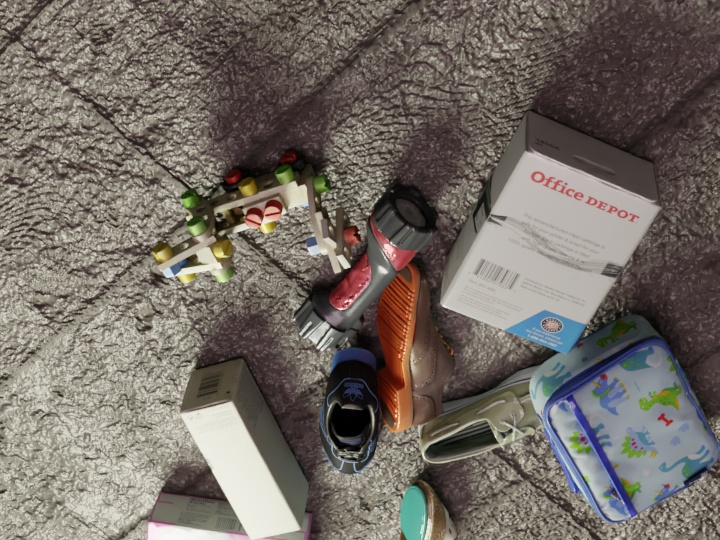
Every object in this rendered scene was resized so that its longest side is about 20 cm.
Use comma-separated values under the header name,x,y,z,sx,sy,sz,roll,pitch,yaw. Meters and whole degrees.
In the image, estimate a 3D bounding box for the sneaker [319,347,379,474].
name,x,y,z,sx,sy,sz,roll,pitch,yaw
sneaker,-0.014,0.175,1.542,0.070,0.078,0.201,3,137,3

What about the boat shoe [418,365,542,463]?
name,x,y,z,sx,sy,sz,roll,pitch,yaw
boat shoe,0.156,0.164,1.538,0.199,0.062,0.072,-23,119,19

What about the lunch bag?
name,x,y,z,sx,sy,sz,roll,pitch,yaw
lunch bag,0.276,0.161,1.486,0.160,0.083,0.200,-29,118,2

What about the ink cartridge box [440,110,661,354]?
name,x,y,z,sx,sy,sz,roll,pitch,yaw
ink cartridge box,0.185,-0.035,1.387,0.144,0.084,0.200,21,125,-8

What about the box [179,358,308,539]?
name,x,y,z,sx,sy,sz,roll,pitch,yaw
box,-0.128,0.203,1.589,0.068,0.082,0.201,-15,120,15

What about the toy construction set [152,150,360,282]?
name,x,y,z,sx,sy,sz,roll,pitch,yaw
toy construction set,-0.098,-0.048,1.384,0.199,0.131,0.092,-4,124,9

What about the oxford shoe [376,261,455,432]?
name,x,y,z,sx,sy,sz,roll,pitch,yaw
oxford shoe,0.062,0.076,1.501,0.073,0.071,0.201,-10,123,-21

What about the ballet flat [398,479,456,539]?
name,x,y,z,sx,sy,sz,roll,pitch,yaw
ballet flat,0.077,0.320,1.664,0.065,0.071,0.201,-6,131,-23

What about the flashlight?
name,x,y,z,sx,sy,sz,roll,pitch,yaw
flashlight,0.000,0.000,1.449,0.068,0.068,0.200,3,140,-43

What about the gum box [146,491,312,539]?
name,x,y,z,sx,sy,sz,roll,pitch,yaw
gum box,-0.163,0.341,1.684,0.199,0.066,0.114,8,114,2
